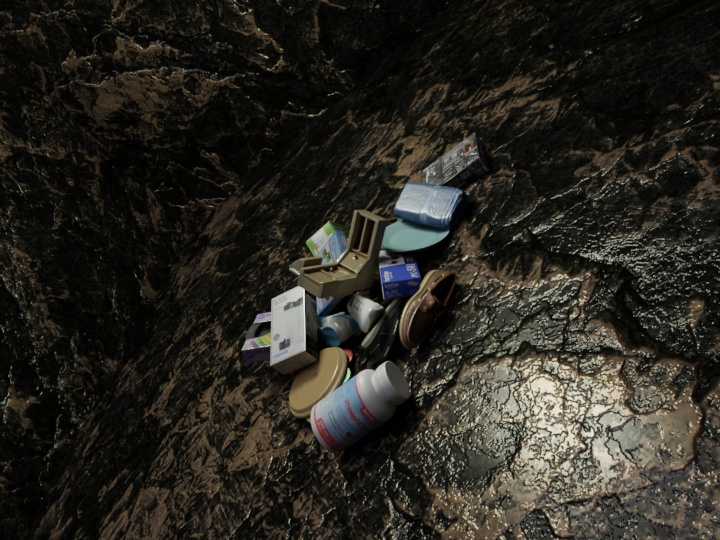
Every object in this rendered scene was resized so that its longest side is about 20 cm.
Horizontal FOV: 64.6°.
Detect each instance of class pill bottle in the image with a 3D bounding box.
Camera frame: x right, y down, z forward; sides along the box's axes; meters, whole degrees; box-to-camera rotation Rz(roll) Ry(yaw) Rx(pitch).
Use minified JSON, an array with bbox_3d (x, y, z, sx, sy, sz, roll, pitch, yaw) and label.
[{"bbox_3d":[0.000,0.271,1.144,0.199,0.109,0.110,-39,26,20],"label":"pill bottle"}]

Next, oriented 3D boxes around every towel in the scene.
[{"bbox_3d":[0.184,-0.170,1.493,0.197,0.049,0.113,18,71,43],"label":"towel"}]

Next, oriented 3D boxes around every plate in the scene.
[{"bbox_3d":[0.137,-0.087,1.469,0.194,0.026,0.202,-12,27,6],"label":"plate"}]

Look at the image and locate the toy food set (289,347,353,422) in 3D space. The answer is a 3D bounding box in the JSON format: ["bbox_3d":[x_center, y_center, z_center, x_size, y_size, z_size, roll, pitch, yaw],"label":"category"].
[{"bbox_3d":[-0.095,0.270,1.372,0.198,0.049,0.200,-7,46,55],"label":"toy food set"}]

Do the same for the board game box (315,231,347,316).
[{"bbox_3d":[-0.084,0.013,1.584,0.200,0.036,0.155,-45,55,46],"label":"board game box"}]

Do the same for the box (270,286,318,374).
[{"bbox_3d":[-0.171,0.148,1.459,0.114,0.060,0.204,-24,49,23],"label":"box"}]

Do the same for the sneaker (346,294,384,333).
[{"bbox_3d":[0.004,0.098,1.351,0.071,0.080,0.200,-50,2,-8],"label":"sneaker"}]

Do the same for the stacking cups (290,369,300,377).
[{"bbox_3d":[-0.197,0.230,1.578,0.061,0.060,0.200,-48,25,-3],"label":"stacking cups"}]

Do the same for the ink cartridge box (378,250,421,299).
[{"bbox_3d":[0.093,0.002,1.384,0.091,0.045,0.201,-8,23,2],"label":"ink cartridge box"}]

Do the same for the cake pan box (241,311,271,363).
[{"bbox_3d":[-0.222,0.175,1.592,0.194,0.054,0.185,-11,25,12],"label":"cake pan box"}]

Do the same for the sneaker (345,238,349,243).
[{"bbox_3d":[-0.014,-0.047,1.614,0.198,0.113,0.076,-12,83,55],"label":"sneaker"}]

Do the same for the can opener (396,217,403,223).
[{"bbox_3d":[0.137,-0.152,1.602,0.066,0.053,0.203,-18,38,43],"label":"can opener"}]

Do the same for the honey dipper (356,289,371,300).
[{"bbox_3d":[0.000,0.000,1.477,0.038,0.037,0.206,-14,82,49],"label":"honey dipper"}]

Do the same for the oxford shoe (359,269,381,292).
[{"bbox_3d":[0.030,0.031,1.521,0.198,0.070,0.074,3,83,56],"label":"oxford shoe"}]

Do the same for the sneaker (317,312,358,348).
[{"bbox_3d":[-0.070,0.152,1.489,0.080,0.078,0.199,-30,12,-24],"label":"sneaker"}]

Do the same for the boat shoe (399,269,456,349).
[{"bbox_3d":[0.148,0.078,1.231,0.067,0.072,0.202,-11,40,54],"label":"boat shoe"}]

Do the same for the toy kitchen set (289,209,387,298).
[{"bbox_3d":[-0.071,-0.056,1.374,0.161,0.198,0.185,26,112,32],"label":"toy kitchen set"}]

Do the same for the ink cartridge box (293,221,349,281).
[{"bbox_3d":[-0.119,-0.050,1.749,0.199,0.077,0.147,-39,-17,16],"label":"ink cartridge box"}]

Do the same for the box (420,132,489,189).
[{"bbox_3d":[0.258,-0.279,1.594,0.198,0.050,0.160,-34,28,26],"label":"box"}]

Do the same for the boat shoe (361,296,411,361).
[{"bbox_3d":[0.073,0.122,1.309,0.201,0.067,0.072,-53,-1,-42],"label":"boat shoe"}]
